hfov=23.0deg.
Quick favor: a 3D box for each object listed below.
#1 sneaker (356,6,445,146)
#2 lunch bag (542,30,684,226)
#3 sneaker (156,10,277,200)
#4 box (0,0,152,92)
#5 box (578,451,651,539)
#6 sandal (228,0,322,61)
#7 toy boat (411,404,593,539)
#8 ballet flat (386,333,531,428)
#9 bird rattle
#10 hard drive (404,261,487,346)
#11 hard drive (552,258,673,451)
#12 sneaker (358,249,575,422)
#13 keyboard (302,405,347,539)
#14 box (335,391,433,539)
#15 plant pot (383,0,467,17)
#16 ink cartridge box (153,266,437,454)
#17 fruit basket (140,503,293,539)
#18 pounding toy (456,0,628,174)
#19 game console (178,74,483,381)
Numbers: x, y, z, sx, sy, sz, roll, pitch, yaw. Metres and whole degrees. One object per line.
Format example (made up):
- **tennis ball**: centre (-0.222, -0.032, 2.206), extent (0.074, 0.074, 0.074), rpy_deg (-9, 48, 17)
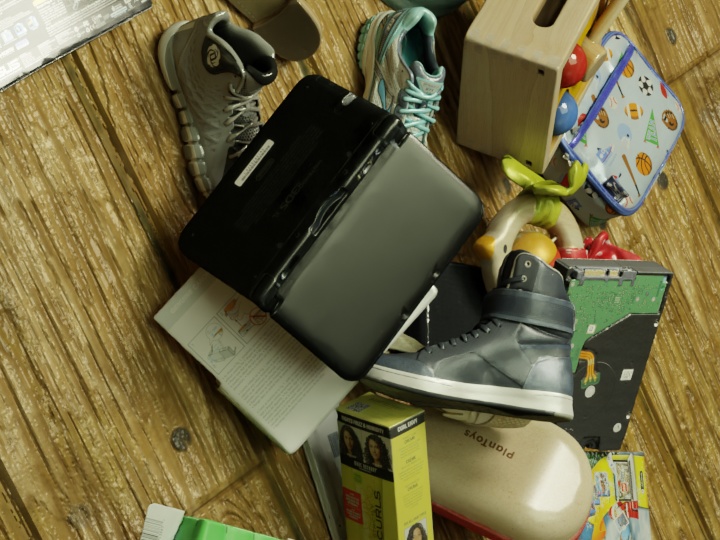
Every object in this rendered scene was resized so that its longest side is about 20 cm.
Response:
- **sneaker**: centre (0.041, -0.166, 1.737), extent (0.077, 0.086, 0.202), rpy_deg (7, 75, -38)
- **lunch bag**: centre (0.264, -0.156, 1.939), extent (0.160, 0.075, 0.201), rpy_deg (49, 52, -19)
- **sneaker**: centre (-0.107, -0.137, 1.582), extent (0.075, 0.115, 0.202), rpy_deg (-29, 99, -41)
- **box**: centre (-0.289, -0.252, 1.497), extent (0.200, 0.049, 0.162), rpy_deg (-39, 107, -40)
- **box**: centre (0.245, 0.289, 1.839), extent (0.136, 0.038, 0.202), rpy_deg (6, 76, -40)
- **sandal**: centre (-0.107, -0.295, 1.669), extent (0.212, 0.077, 0.070), rpy_deg (53, 20, -27)
- **toy boat**: centre (0.123, 0.207, 1.702), extent (0.199, 0.131, 0.131), rpy_deg (25, 55, 14)
- **ballet flat**: centre (0.071, 0.109, 1.647), extent (0.062, 0.198, 0.068), rpy_deg (-39, 142, -54)
- **bird rattle**: centre (0.183, -0.017, 1.788), extent (0.163, 0.112, 0.201), rpy_deg (-41, 126, -27)
- **hard drive**: centre (0.121, 0.061, 1.782), extent (0.199, 0.042, 0.136), rpy_deg (14, 71, -38)
- **hard drive**: centre (0.228, 0.086, 1.781), extent (0.139, 0.038, 0.202), rpy_deg (0, 113, -35)
- **sneaker**: centre (0.097, 0.051, 1.579), extent (0.200, 0.077, 0.148), rpy_deg (8, 81, -14)
- **keyboard**: centre (-0.029, 0.165, 1.651), extent (0.056, 0.011, 0.202), rpy_deg (-20, 93, -47)
- **box**: centre (0.024, 0.216, 1.599), extent (0.050, 0.075, 0.202), rpy_deg (-23, 117, -40)
- **plant pot**: centre (0.093, -0.372, 1.800), extent (0.199, 0.134, 0.203), rpy_deg (11, 73, -39)
- **ink cartridge box**: centre (-0.059, 0.032, 1.579), extent (0.174, 0.044, 0.200), rpy_deg (44, 82, -6)
- **fruit basket**: centre (-0.131, 0.311, 1.491), extent (0.184, 0.093, 0.202), rpy_deg (20, 83, -36)
- **pounding toy**: centre (0.203, -0.234, 1.800), extent (0.141, 0.185, 0.201), rpy_deg (21, 56, 15)
- **game console**: centre (-0.026, -0.039, 1.542), extent (0.201, 0.175, 0.116), rpy_deg (-53, 144, -9)
